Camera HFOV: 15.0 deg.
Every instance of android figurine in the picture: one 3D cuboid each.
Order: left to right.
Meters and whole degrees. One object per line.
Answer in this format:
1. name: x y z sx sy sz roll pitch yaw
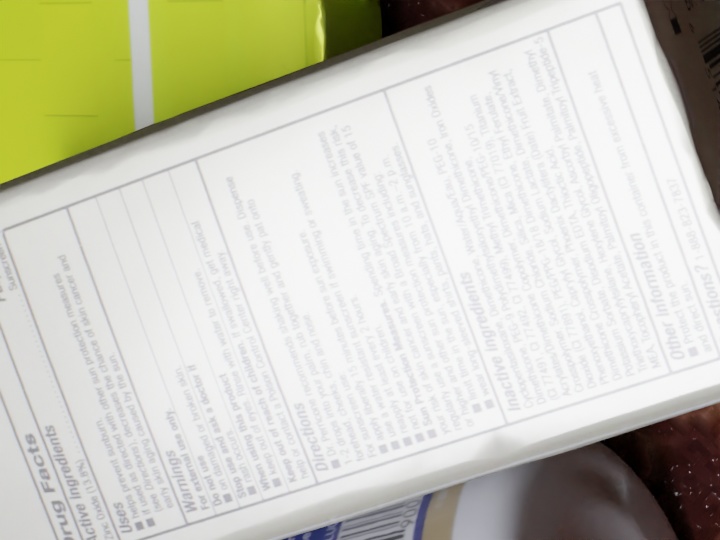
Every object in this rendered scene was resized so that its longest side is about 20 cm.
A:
1. android figurine: -0.071 -0.059 0.753 0.199 0.041 0.183 0 98 30

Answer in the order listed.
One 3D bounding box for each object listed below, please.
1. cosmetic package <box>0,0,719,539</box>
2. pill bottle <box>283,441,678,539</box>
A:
1. cosmetic package: 0.000 0.000 0.655 0.199 0.087 0.104 -18 96 21
2. pill bottle: -0.018 0.116 0.711 0.199 0.111 0.111 -18 89 31
